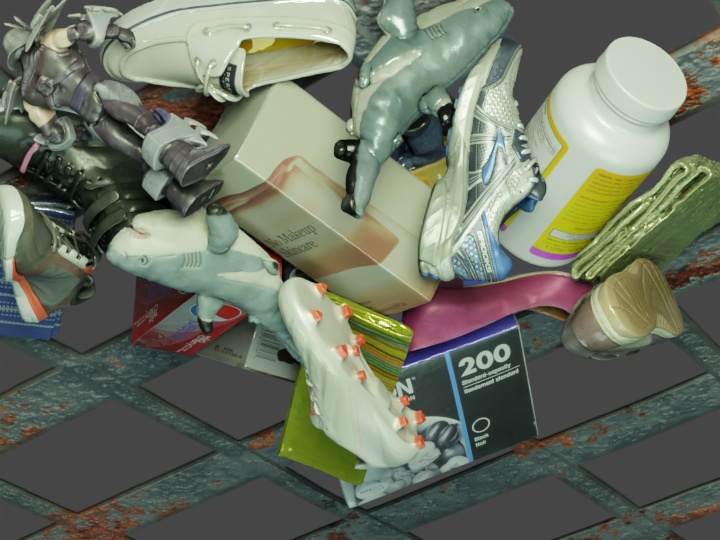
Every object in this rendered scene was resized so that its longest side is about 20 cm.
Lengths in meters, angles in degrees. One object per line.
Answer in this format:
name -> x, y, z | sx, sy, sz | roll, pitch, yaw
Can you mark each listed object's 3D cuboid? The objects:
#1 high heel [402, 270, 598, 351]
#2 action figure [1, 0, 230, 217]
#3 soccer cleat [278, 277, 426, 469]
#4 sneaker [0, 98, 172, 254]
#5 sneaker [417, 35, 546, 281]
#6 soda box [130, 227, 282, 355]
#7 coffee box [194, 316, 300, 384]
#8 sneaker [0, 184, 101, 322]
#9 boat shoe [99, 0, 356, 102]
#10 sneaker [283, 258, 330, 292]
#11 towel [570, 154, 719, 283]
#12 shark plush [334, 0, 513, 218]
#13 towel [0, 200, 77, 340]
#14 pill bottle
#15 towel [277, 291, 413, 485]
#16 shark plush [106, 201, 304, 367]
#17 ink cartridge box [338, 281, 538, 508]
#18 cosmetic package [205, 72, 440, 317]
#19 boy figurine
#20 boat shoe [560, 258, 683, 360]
high heel -> 0.133, 0.043, 1.338 | 0.199, 0.097, 0.067 | 16, 167, -18
action figure -> -0.190, -0.122, 1.155 | 0.200, 0.069, 0.130 | 38, 138, 8
soccer cleat -> -0.020, 0.092, 1.268 | 0.077, 0.070, 0.200 | -23, 120, 22
sneaker -> -0.225, -0.072, 1.253 | 0.199, 0.100, 0.071 | 15, 143, -25
sneaker -> 0.106, -0.082, 1.212 | 0.084, 0.202, 0.077 | 14, 172, 7
soda box -> -0.138, 0.013, 1.375 | 0.063, 0.071, 0.200 | 12, 157, -26
coffee box -> -0.038, 0.072, 1.466 | 0.199, 0.080, 0.113 | 18, 175, -31
sneaker -> -0.262, -0.022, 1.314 | 0.081, 0.078, 0.200 | -12, 160, -8
boat shoe -> -0.099, -0.162, 1.166 | 0.198, 0.070, 0.071 | -7, 145, 3
sneaker -> 0.000, 0.000, 1.382 | 0.070, 0.109, 0.199 | -29, 139, 31
towel -> 0.260, -0.042, 1.340 | 0.148, 0.037, 0.200 | -43, 162, 20
shark plush -> 0.035, -0.131, 1.135 | 0.083, 0.200, 0.091 | 17, 142, 25
towel -> -0.335, -0.005, 1.407 | 0.144, 0.024, 0.201 | 6, 142, -14
pill bottle -> 0.184, -0.097, 1.275 | 0.103, 0.105, 0.200 | 9, 143, -21
towel -> -0.017, 0.107, 1.336 | 0.086, 0.018, 0.201 | 23, 132, 8
shark plush -> -0.113, 0.011, 1.253 | 0.084, 0.091, 0.200 | -53, 134, -9
ink cartridge box -> 0.055, 0.104, 1.413 | 0.197, 0.043, 0.201 | -20, 127, -5
cosmetic package -> -0.027, -0.055, 1.246 | 0.199, 0.088, 0.103 | 36, 155, -19
boy figurine -> 0.048, -0.074, 1.324 | 0.123, 0.065, 0.200 | -14, 141, 10
boat shoe -> 0.216, 0.037, 1.291 | 0.065, 0.072, 0.200 | -28, 173, 24
